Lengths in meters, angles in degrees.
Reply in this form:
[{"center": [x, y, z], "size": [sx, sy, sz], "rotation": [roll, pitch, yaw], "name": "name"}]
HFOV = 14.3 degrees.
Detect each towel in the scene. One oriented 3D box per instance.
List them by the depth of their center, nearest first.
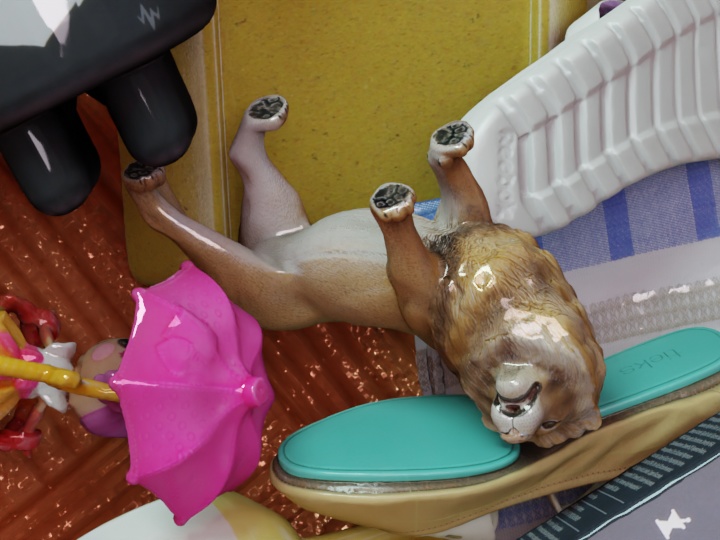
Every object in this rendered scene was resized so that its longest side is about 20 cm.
[{"center": [0.098, 0.056, 1.180], "size": [0.147, 0.024, 0.200], "rotation": [-13, 102, -12], "name": "towel"}]

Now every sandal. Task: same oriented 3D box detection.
[{"center": [0.111, -0.076, 1.149], "size": [0.202, 0.050, 0.083], "rotation": [-23, 107, -29], "name": "sandal"}]

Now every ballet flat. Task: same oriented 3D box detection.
[{"center": [0.064, 0.078, 1.131], "size": [0.200, 0.069, 0.063], "rotation": [-13, 119, -10], "name": "ballet flat"}]

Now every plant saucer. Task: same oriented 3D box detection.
[{"center": [0.002, -0.078, 1.150], "size": [0.200, 0.200, 0.048], "rotation": [-9, 36, -10], "name": "plant saucer"}]

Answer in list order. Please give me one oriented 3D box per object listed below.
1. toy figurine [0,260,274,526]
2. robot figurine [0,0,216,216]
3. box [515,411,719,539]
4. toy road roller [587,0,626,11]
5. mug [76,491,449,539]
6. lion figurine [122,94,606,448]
[{"center": [-0.126, 0.042, 1.094], "size": [0.184, 0.200, 0.150], "rotation": [13, 80, -8], "name": "toy figurine"}, {"center": [-0.129, -0.122, 1.040], "size": [0.150, 0.125, 0.200], "rotation": [-31, 100, -35], "name": "robot figurine"}, {"center": [0.153, 0.133, 1.066], "size": [0.200, 0.107, 0.149], "rotation": [-32, 90, -3], "name": "box"}, {"center": [0.045, -0.192, 1.224], "size": [0.123, 0.146, 0.200], "rotation": [-43, 124, -14], "name": "toy road roller"}, {"center": [-0.045, 0.169, 1.126], "size": [0.186, 0.149, 0.153], "rotation": [-7, 66, -50], "name": "mug"}, {"center": [0.000, 0.000, 1.100], "size": [0.200, 0.123, 0.072], "rotation": [16, 52, 34], "name": "lion figurine"}]
